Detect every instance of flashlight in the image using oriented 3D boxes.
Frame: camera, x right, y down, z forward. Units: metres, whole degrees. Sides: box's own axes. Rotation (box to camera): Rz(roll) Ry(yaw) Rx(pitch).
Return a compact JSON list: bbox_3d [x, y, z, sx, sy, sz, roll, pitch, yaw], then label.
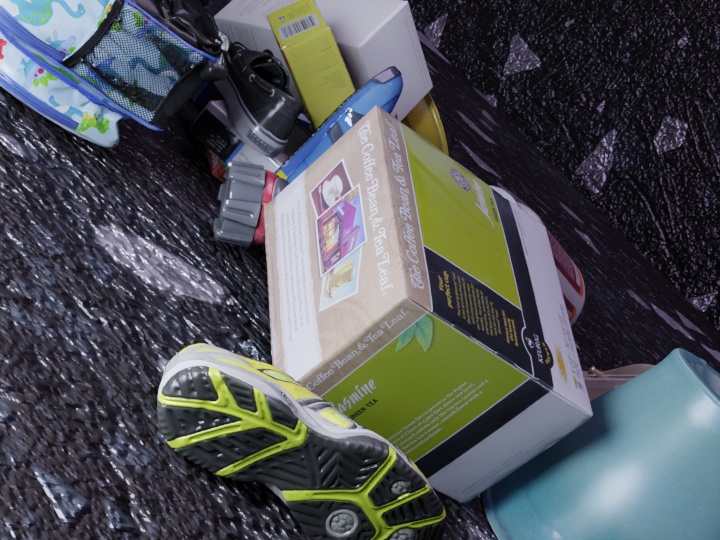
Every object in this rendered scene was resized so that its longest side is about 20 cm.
[{"bbox_3d":[-0.017,-0.038,1.153,0.198,0.068,0.068,11,39,-10],"label":"flashlight"}]

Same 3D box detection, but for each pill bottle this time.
[{"bbox_3d":[0.160,-0.006,1.534,0.114,0.114,0.200,51,5,35],"label":"pill bottle"}]

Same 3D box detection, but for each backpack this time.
[{"bbox_3d":[-0.220,-0.202,1.087,0.200,0.147,0.183,37,14,-31],"label":"backpack"}]

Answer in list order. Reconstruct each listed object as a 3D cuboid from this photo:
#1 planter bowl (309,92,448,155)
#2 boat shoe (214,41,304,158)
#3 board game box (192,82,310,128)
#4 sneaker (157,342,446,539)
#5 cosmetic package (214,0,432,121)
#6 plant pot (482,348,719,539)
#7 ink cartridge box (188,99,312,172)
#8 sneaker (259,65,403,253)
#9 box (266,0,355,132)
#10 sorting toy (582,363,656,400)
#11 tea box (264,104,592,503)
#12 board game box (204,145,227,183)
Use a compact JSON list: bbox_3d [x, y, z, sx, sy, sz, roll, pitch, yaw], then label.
[{"bbox_3d":[0.002,-0.117,1.482,0.083,0.202,0.201,-15,49,-31],"label":"planter bowl"},{"bbox_3d":[-0.090,-0.167,1.296,0.068,0.057,0.200,32,17,-29],"label":"boat shoe"},{"bbox_3d":[-0.151,-0.212,1.553,0.136,0.035,0.200,48,15,26],"label":"board game box"},{"bbox_3d":[-0.028,0.101,0.834,0.199,0.075,0.077,38,14,-20],"label":"sneaker"},{"bbox_3d":[-0.038,-0.216,1.412,0.199,0.085,0.108,19,-37,36],"label":"cosmetic package"},{"bbox_3d":[0.227,0.170,1.084,0.199,0.188,0.200,38,14,-11],"label":"plant pot"},{"bbox_3d":[-0.088,-0.120,1.353,0.099,0.039,0.200,41,15,4],"label":"ink cartridge box"},{"bbox_3d":[-0.019,-0.089,1.231,0.078,0.200,0.066,42,-17,-4],"label":"sneaker"},{"bbox_3d":[-0.025,-0.147,1.317,0.076,0.050,0.201,-114,-178,-51],"label":"box"},{"bbox_3d":[0.167,0.112,1.314,0.199,0.108,0.180,6,20,-45],"label":"sorting toy"},{"bbox_3d":[0.044,0.026,1.040,0.196,0.133,0.201,34,32,-32],"label":"tea box"},{"bbox_3d":[-0.065,-0.065,1.365,0.199,0.019,0.103,35,16,-25],"label":"board game box"}]
